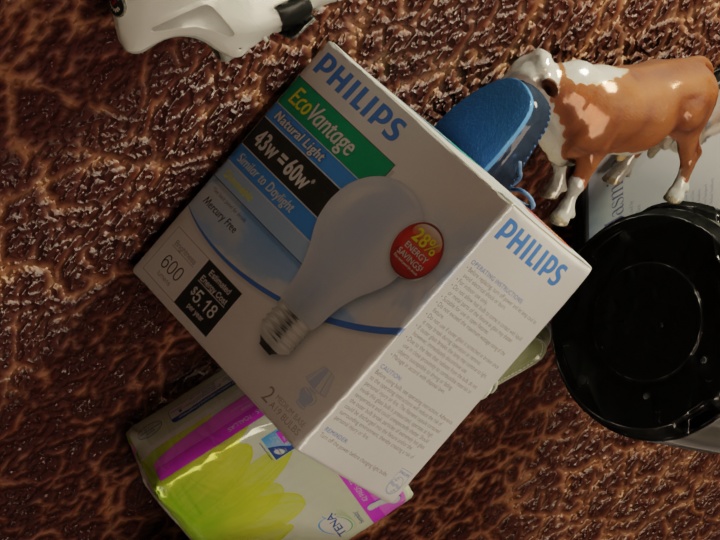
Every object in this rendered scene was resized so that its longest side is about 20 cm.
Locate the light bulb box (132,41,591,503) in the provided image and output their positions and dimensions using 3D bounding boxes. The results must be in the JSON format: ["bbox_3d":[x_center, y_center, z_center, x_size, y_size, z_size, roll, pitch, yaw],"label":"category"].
[{"bbox_3d":[0.000,0.000,1.472,0.200,0.198,0.125,-49,145,4],"label":"light bulb box"}]

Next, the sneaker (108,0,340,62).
[{"bbox_3d":[-0.059,-0.170,1.368,0.199,0.074,0.089,-8,130,-26],"label":"sneaker"}]

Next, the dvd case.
[{"bbox_3d":[0.244,-0.080,1.777,0.199,0.018,0.143,-29,141,-20],"label":"dvd case"}]

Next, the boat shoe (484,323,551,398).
[{"bbox_3d":[0.071,0.074,1.718,0.199,0.062,0.072,-12,132,-36],"label":"boat shoe"}]

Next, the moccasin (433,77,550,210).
[{"bbox_3d":[0.067,-0.051,1.590,0.068,0.081,0.200,22,125,-35],"label":"moccasin"}]

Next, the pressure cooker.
[{"bbox_3d":[0.255,0.051,1.745,0.179,0.176,0.200,-45,151,18],"label":"pressure cooker"}]

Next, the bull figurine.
[{"bbox_3d":[0.173,-0.102,1.638,0.199,0.065,0.122,-8,124,-33],"label":"bull figurine"}]

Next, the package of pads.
[{"bbox_3d":[-0.064,0.142,1.632,0.154,0.068,0.200,-33,143,0],"label":"package of pads"}]
